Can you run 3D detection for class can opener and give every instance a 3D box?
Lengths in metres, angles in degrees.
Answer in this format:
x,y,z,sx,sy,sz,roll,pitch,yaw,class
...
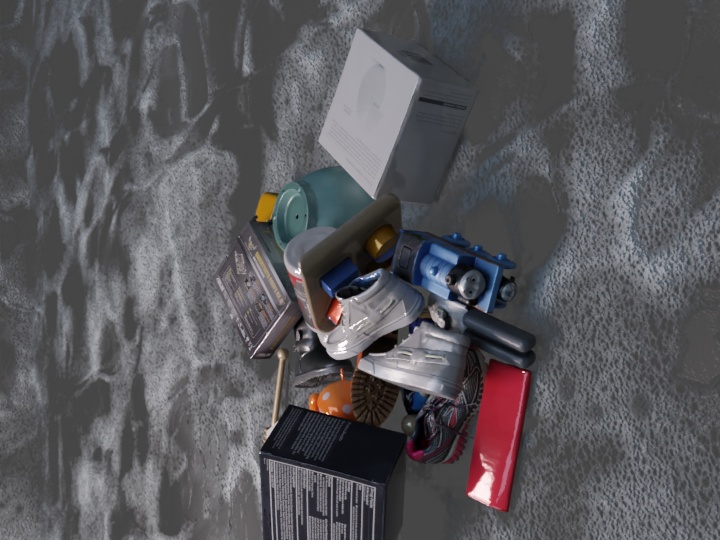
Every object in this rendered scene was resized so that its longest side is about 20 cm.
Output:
x,y,z,sx,sy,sz,roll,pitch,yaw,class
0.171,0.076,1.419,0.200,0.066,0.053,28,134,45,can opener

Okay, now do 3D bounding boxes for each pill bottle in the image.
x,y,z,sx,sy,sz,roll,pitch,yaw,class
-0.050,0.035,1.641,0.111,0.110,0.201,50,162,45,pill bottle

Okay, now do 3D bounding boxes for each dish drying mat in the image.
x,y,z,sx,sy,sz,roll,pitch,yaw,class
0.194,0.230,1.406,0.077,0.018,0.201,16,99,48,dish drying mat

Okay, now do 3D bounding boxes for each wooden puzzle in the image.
x,y,z,sx,sy,sz,roll,pitch,yaw,class
0.000,0.000,1.514,0.046,0.185,0.200,45,163,29,wooden puzzle

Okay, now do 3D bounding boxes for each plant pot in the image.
x,y,z,sx,sy,sz,roll,pitch,yaw,class
-0.067,-0.086,1.718,0.200,0.134,0.202,-8,80,56,plant pot

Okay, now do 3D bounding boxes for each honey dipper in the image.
x,y,z,sx,sy,sz,roll,pitch,yaw,class
-0.160,0.248,1.912,0.038,0.038,0.201,7,91,56,honey dipper

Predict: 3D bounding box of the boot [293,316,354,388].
x,y,z,sx,sy,sz,roll,pitch,yaw,class
-0.073,0.097,1.781,0.165,0.065,0.201,-21,66,51,boot

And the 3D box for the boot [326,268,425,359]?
x,y,z,sx,sy,sz,roll,pitch,yaw,class
-0.004,0.059,1.483,0.200,0.095,0.074,-33,30,36,boot

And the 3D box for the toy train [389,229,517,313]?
x,y,z,sx,sy,sz,roll,pitch,yaw,class
0.134,0.000,1.432,0.200,0.114,0.087,31,113,53,toy train

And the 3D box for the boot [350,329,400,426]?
x,y,z,sx,sy,sz,roll,pitch,yaw,class
0.026,0.156,1.582,0.107,0.075,0.201,96,-178,-67,boot

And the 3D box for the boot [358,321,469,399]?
x,y,z,sx,sy,sz,roll,pitch,yaw,class
0.081,0.121,1.444,0.199,0.073,0.096,8,76,50,boot

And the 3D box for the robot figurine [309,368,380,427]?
x,y,z,sx,sy,sz,roll,pitch,yaw,class
-0.030,0.266,1.647,0.144,0.116,0.201,-109,34,-71,robot figurine

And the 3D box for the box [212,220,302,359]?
x,y,z,sx,sy,sz,roll,pitch,yaw,class
-0.184,0.035,1.826,0.159,0.048,0.200,-53,53,31,box

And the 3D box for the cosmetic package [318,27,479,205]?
x,y,z,sx,sy,sz,roll,pitch,yaw,class
0.054,-0.238,1.563,0.199,0.122,0.201,50,125,45,cosmetic package

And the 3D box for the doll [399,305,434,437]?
x,y,z,sx,sy,sz,roll,pitch,yaw,class
0.086,0.159,1.539,0.136,0.048,0.201,-152,67,-72,doll

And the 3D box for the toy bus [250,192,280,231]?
x,y,z,sx,sy,sz,roll,pitch,yaw,class
-0.167,-0.046,1.909,0.065,0.078,0.201,19,103,53,toy bus

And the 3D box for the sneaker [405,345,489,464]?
x,y,z,sx,sy,sz,roll,pitch,yaw,class
0.128,0.197,1.459,0.081,0.074,0.201,37,116,51,sneaker

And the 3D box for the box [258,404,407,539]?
x,y,z,sx,sy,sz,roll,pitch,yaw,class
-0.038,0.334,1.526,0.197,0.123,0.201,13,125,16,box

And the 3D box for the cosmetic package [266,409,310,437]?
x,y,z,sx,sy,sz,roll,pitch,yaw,class
-0.098,0.359,1.779,0.102,0.074,0.201,-46,50,44,cosmetic package
